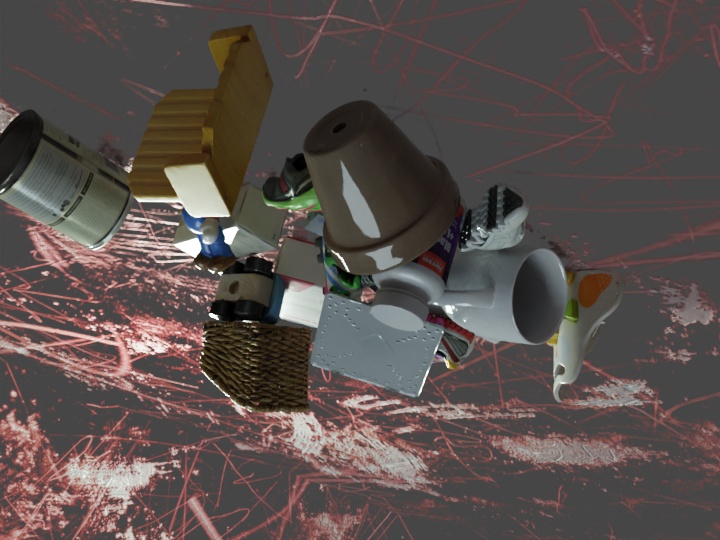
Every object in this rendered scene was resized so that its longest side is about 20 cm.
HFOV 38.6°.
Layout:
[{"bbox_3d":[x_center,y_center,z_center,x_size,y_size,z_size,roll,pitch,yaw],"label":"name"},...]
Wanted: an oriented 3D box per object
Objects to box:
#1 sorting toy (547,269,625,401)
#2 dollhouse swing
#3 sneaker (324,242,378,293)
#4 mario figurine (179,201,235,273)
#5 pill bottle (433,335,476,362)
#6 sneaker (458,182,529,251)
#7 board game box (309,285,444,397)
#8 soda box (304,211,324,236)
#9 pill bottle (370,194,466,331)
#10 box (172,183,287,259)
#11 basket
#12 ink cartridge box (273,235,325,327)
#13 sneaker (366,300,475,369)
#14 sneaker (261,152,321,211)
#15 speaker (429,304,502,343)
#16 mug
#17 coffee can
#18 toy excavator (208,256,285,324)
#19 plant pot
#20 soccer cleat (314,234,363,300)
[{"bbox_3d":[0.345,0.113,1.667,0.105,0.183,0.201,12,157,6],"label":"sorting toy"},{"bbox_3d":[-0.226,-0.193,1.312,0.173,0.203,0.182,10,157,13],"label":"dollhouse swing"},{"bbox_3d":[0.000,0.000,1.590,0.077,0.086,0.200,-4,151,36],"label":"sneaker"},{"bbox_3d":[-0.271,-0.092,1.614,0.122,0.106,0.203,-9,109,22],"label":"mario figurine"},{"bbox_3d":[0.110,0.119,1.922,0.112,0.114,0.198,32,152,-34],"label":"pill bottle"},{"bbox_3d":[0.207,-0.073,1.487,0.080,0.076,0.200,12,167,-11],"label":"sneaker"},{"bbox_3d":[0.025,0.118,1.702,0.197,0.026,0.201,17,139,2],"label":"board game box"},{"bbox_3d":[0.016,-0.066,1.623,0.197,0.064,0.068,23,155,-17],"label":"soda box"},{"bbox_3d":[0.080,-0.021,1.501,0.110,0.203,0.112,15,158,6],"label":"pill bottle"},{"bbox_3d":[-0.222,-0.074,1.741,0.094,0.079,0.198,32,152,-35],"label":"box"},{"bbox_3d":[-0.188,0.167,1.774,0.141,0.152,0.199,-1,174,28],"label":"basket"},{"bbox_3d":[-0.080,0.030,1.880,0.144,0.084,0.201,14,157,3],"label":"ink cartridge box"},{"bbox_3d":[0.090,0.105,1.740,0.197,0.083,0.078,21,170,6],"label":"sneaker"},{"bbox_3d":[-0.089,-0.132,1.542,0.076,0.085,0.199,4,-178,-29],"label":"sneaker"},{"bbox_3d":[0.167,0.054,1.778,0.198,0.082,0.081,24,156,-20],"label":"speaker"},{"bbox_3d":[0.195,0.035,1.600,0.198,0.151,0.174,-5,-173,-43],"label":"mug"},{"bbox_3d":[-0.485,-0.143,1.664,0.145,0.148,0.199,-8,148,44],"label":"coffee can"},{"bbox_3d":[-0.181,0.059,1.814,0.192,0.102,0.199,-3,158,40],"label":"toy excavator"},{"bbox_3d":[0.010,-0.124,1.372,0.198,0.202,0.175,-4,133,39],"label":"plant pot"},{"bbox_3d":[-0.020,0.022,1.724,0.085,0.203,0.070,-5,-163,17],"label":"soccer cleat"}]
